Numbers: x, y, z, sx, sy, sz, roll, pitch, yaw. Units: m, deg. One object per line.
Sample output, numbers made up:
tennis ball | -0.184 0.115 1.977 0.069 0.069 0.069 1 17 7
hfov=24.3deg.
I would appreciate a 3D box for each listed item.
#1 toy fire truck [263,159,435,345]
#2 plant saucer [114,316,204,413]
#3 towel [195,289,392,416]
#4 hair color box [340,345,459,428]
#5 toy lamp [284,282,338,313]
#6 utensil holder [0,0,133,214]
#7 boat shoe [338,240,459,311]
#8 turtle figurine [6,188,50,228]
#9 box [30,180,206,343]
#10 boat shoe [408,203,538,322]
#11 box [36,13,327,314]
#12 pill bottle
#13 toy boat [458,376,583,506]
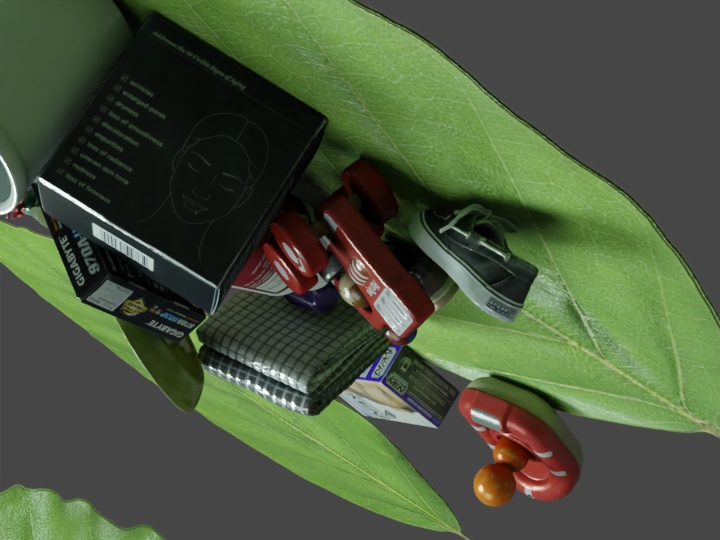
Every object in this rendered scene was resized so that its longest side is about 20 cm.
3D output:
toy fire truck | 0.000 0.000 1.639 0.168 0.112 0.200 53 166 6
plant saucer | -0.221 0.060 1.810 0.200 0.031 0.200 60 -176 -7
towel | -0.067 0.072 1.912 0.165 0.200 0.086 22 130 28
hair color box | 0.030 0.147 2.209 0.109 0.065 0.200 39 161 -23
toy lamp | -0.096 -0.012 1.908 0.200 0.058 0.058 39 172 40
utensil holder | -0.336 -0.182 1.595 0.170 0.200 0.170 25 148 17
boat shoe | 0.029 0.001 1.768 0.065 0.072 0.200 53 160 -23
turtle figurine | -0.369 -0.097 2.138 0.200 0.101 0.150 8 -179 23
box | -0.254 -0.033 1.721 0.159 0.046 0.200 29 -153 -53
boat shoe | 0.105 -0.024 1.536 0.073 0.068 0.199 27 -168 -23
box | -0.170 -0.099 1.593 0.200 0.197 0.124 32 165 1
pill bottle | -0.115 -0.034 1.756 0.113 0.113 0.200 18 -177 41
toy boat | 0.183 0.228 2.033 0.130 0.131 0.200 19 160 39
